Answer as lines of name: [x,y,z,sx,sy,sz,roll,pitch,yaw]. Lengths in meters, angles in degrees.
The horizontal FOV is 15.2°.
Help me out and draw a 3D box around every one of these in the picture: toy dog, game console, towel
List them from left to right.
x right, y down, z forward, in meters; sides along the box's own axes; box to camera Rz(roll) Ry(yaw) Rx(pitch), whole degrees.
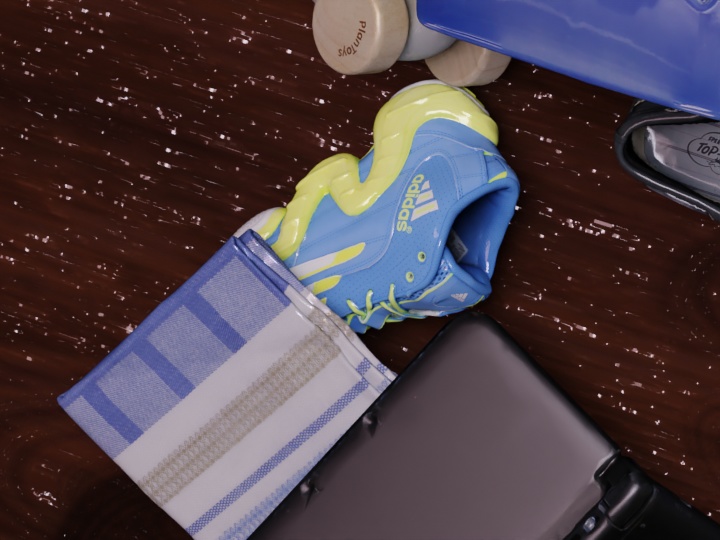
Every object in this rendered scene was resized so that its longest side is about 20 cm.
towel: [-0.033,0.089,1.328,0.200,0.024,0.147,44,114,-8]
toy dog: [-0.002,-0.172,1.322,0.200,0.132,0.096,36,117,17]
game console: [0.064,0.152,1.303,0.200,0.176,0.116,-48,38,11]

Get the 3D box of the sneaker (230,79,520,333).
sneaker: [0.000,0.000,1.324,0.200,0.076,0.105,-50,44,9]

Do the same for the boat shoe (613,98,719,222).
boat shoe: [0.209,-0.042,1.262,0.199,0.066,0.075,25,114,24]

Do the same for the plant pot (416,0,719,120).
plant pot: [0.161,-0.184,1.180,0.200,0.200,0.180,23,116,43]
